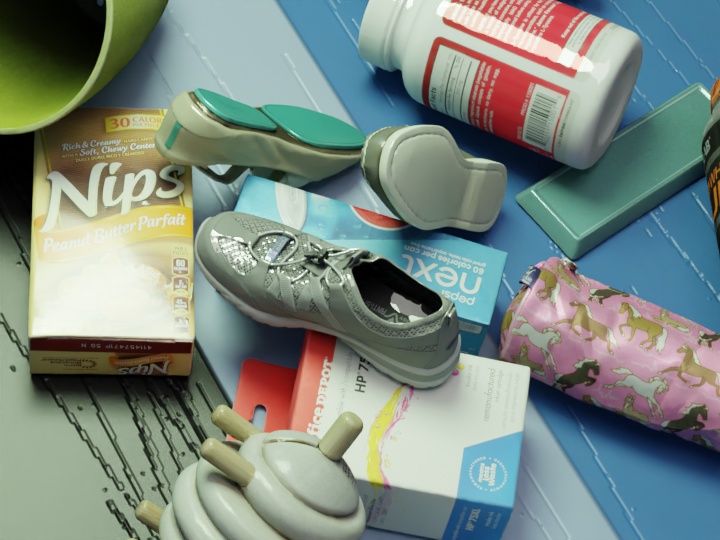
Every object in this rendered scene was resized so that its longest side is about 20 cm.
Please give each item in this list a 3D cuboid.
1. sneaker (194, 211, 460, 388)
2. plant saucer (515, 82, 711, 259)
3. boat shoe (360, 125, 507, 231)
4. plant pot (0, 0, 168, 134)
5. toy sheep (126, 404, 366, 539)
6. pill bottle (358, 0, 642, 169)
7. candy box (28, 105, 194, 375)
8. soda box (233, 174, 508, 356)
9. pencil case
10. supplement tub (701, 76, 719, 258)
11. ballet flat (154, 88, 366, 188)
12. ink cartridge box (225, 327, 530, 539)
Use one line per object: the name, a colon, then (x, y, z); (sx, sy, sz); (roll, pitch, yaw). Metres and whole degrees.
sneaker: (-0.017, 0.002, 1.475); (0.200, 0.082, 0.075); (23, 55, 7)
plant saucer: (0.216, -0.083, 1.685); (0.200, 0.019, 0.070); (-32, 69, -27)
boat shoe: (0.042, -0.068, 1.558); (0.060, 0.202, 0.072); (19, 92, 25)
plant pot: (-0.219, -0.208, 1.587); (0.187, 0.187, 0.200); (33, 23, 11)
toy sheep: (-0.066, 0.164, 1.391); (0.138, 0.200, 0.138); (32, 25, -17)
pill bottle: (0.105, -0.163, 1.655); (0.200, 0.112, 0.112); (24, 57, 15)
candy box: (-0.179, -0.023, 1.557); (0.115, 0.055, 0.200); (2, 58, -8)
soda box: (0.000, 0.000, 1.569); (0.199, 0.064, 0.068); (17, 57, 1)
pencil case: (0.200, 0.061, 1.555); (0.200, 0.087, 0.083); (23, 27, 5)
supplement tub: (0.323, -0.055, 1.621); (0.122, 0.123, 0.200); (1, 59, -9)
ballet flat: (-0.074, -0.091, 1.594); (0.200, 0.069, 0.070); (10, 47, -50)
ink cartridge box: (0.010, 0.111, 1.498); (0.199, 0.067, 0.116); (11, 56, -2)
